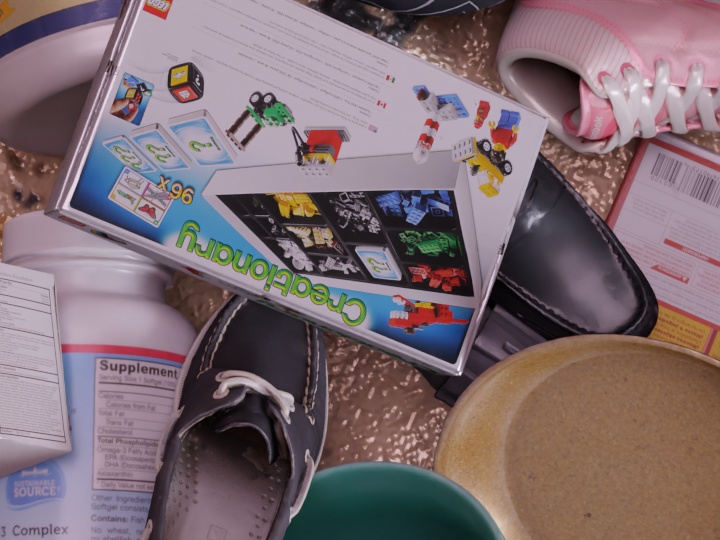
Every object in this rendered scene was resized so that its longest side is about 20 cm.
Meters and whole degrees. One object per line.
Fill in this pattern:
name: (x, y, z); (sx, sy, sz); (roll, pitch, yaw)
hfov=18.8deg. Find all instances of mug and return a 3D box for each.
mug: (0.010, 0.168, 0.979); (0.151, 0.115, 0.186); (-11, 48, 13)

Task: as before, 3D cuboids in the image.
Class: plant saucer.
plant saucer: (0.131, 0.107, 0.988); (0.199, 0.201, 0.035); (28, 37, 6)

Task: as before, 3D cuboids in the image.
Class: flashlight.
flashlight: (0.000, 0.000, 1.028); (0.199, 0.068, 0.068); (34, 115, 2)

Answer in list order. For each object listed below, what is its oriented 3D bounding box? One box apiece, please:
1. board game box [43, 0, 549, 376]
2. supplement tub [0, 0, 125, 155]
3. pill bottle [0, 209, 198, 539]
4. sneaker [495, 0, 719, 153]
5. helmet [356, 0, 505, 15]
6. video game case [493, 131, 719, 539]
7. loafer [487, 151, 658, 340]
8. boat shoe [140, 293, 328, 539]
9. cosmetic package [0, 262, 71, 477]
board game box: (-0.026, -0.047, 0.962); (0.199, 0.035, 0.127); (23, 81, -17)
supplement tub: (-0.130, -0.170, 1.043); (0.143, 0.144, 0.202); (-12, 78, -2)
pill bottle: (-0.127, 0.078, 1.008); (0.108, 0.109, 0.202); (-1, 77, 0)
sneaker: (0.157, -0.087, 1.046); (0.199, 0.076, 0.105); (24, 56, 12)
helmet: (0.025, -0.220, 1.029); (0.199, 0.200, 0.192); (-22, 119, -4)
video game case: (0.167, 0.047, 1.060); (0.142, 0.017, 0.201); (23, 79, 5)
loafer: (0.060, -0.034, 1.042); (0.200, 0.070, 0.068); (43, 82, 15)
boat shoe: (-0.055, 0.081, 0.942); (0.073, 0.060, 0.201); (21, 57, -1)
cosmetic package: (-0.219, 0.066, 0.982); (0.199, 0.050, 0.083); (-22, 66, 34)
